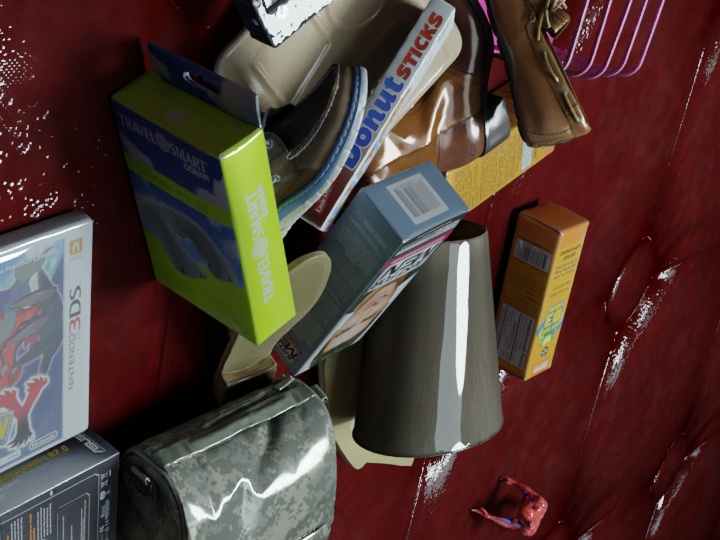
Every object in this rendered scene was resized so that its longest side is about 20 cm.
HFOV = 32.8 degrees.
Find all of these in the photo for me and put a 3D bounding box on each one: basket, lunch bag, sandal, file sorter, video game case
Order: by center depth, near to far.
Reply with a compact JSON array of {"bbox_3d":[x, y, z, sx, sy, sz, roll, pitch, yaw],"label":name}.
[{"bbox_3d":[-0.267,0.069,0.842,0.199,0.023,0.185,-25,132,-46],"label":"video game case"},{"bbox_3d":[-0.115,0.192,1.040,0.198,0.139,0.170,-20,135,-43],"label":"lunch bag"},{"bbox_3d":[-0.095,0.034,1.043,0.077,0.070,0.213,-16,149,-36],"label":"sandal"},{"bbox_3d":[0.204,-0.265,1.192,0.199,0.124,0.141,-15,125,-56],"label":"file sorter"},{"bbox_3d":[0.068,0.058,1.205,0.179,0.135,0.204,-17,111,-46],"label":"basket"}]

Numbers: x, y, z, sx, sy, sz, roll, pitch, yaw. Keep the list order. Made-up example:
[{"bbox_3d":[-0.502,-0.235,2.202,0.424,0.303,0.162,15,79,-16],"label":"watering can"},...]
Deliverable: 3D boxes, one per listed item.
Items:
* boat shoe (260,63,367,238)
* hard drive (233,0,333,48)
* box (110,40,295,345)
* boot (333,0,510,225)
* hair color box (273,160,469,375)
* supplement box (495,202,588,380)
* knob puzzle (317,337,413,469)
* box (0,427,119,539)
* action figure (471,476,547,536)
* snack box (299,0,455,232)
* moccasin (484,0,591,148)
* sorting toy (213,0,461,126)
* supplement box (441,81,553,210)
[{"bbox_3d":[-0.064,-0.083,0.924,0.072,0.073,0.201,22,129,-21],"label":"boat shoe"},{"bbox_3d":[-0.057,-0.276,0.844,0.140,0.038,0.201,-43,134,-17],"label":"hard drive"},{"bbox_3d":[-0.113,-0.052,0.887,0.048,0.121,0.202,-39,141,-31],"label":"box"},{"bbox_3d":[0.028,-0.154,1.096,0.198,0.068,0.191,-30,125,-20],"label":"boot"},{"bbox_3d":[0.000,0.000,1.071,0.098,0.061,0.200,-26,162,-46],"label":"hair color box"},{"bbox_3d":[0.211,0.026,1.470,0.066,0.068,0.203,-20,130,-46],"label":"supplement box"},{"bbox_3d":[0.015,0.106,1.280,0.218,0.030,0.223,-21,119,-45],"label":"knob puzzle"},{"bbox_3d":[-0.263,0.241,0.949,0.157,0.048,0.203,-25,132,-45],"label":"box"},{"bbox_3d":[0.214,0.331,1.728,0.066,0.098,0.200,-62,171,-7],"label":"action figure"},{"bbox_3d":[0.014,-0.122,0.981,0.202,0.024,0.072,-58,178,1],"label":"snack box"},{"bbox_3d":[0.156,-0.213,1.075,0.074,0.077,0.205,-10,85,-72],"label":"moccasin"},{"bbox_3d":[-0.015,-0.177,0.994,0.201,0.036,0.185,-51,139,-8],"label":"sorting toy"},{"bbox_3d":[0.121,-0.122,1.242,0.199,0.066,0.070,-37,140,-38],"label":"supplement box"}]
